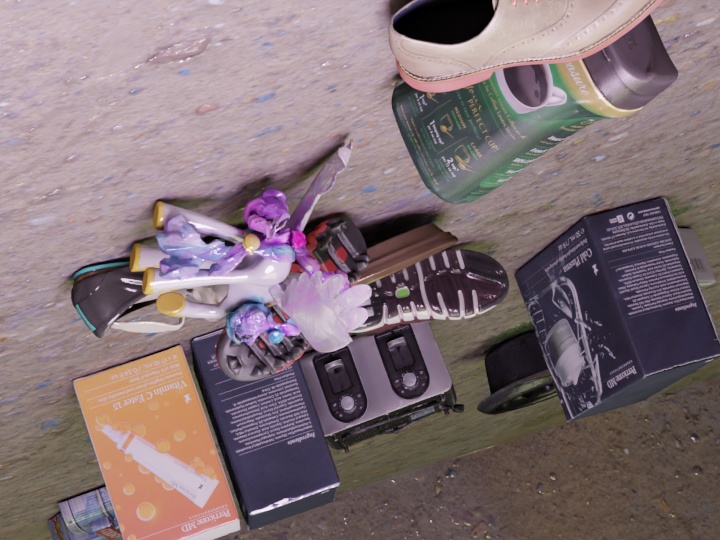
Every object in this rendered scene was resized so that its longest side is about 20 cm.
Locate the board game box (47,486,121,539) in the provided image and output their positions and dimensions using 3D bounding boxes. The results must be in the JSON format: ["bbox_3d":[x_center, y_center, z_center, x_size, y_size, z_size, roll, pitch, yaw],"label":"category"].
[{"bbox_3d":[-0.380,0.368,2.728,0.199,0.062,0.200,-21,168,-1],"label":"board game box"}]

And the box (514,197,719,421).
[{"bbox_3d":[0.300,0.049,2.133,0.123,0.198,0.200,-14,166,-25],"label":"box"}]

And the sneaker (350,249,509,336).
[{"bbox_3d":[0.057,0.028,1.981,0.199,0.076,0.116,-8,171,-8],"label":"sneaker"}]

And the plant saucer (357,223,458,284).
[{"bbox_3d":[0.000,0.000,1.769,0.199,0.030,0.200,-24,179,-1],"label":"plant saucer"}]

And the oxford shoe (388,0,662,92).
[{"bbox_3d":[0.113,-0.174,1.190,0.199,0.071,0.075,-23,162,7],"label":"oxford shoe"}]

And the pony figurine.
[{"bbox_3d":[-0.074,-0.007,1.470,0.199,0.168,0.193,7,159,-16],"label":"pony figurine"}]

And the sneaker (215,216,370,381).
[{"bbox_3d":[-0.076,0.030,1.626,0.098,0.071,0.201,-10,-149,44],"label":"sneaker"}]

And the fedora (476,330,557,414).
[{"bbox_3d":[0.254,0.143,2.703,0.200,0.092,0.201,-20,168,-4],"label":"fedora"}]

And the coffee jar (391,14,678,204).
[{"bbox_3d":[0.124,-0.133,1.297,0.199,0.105,0.085,-28,171,35],"label":"coffee jar"}]

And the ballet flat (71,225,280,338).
[{"bbox_3d":[-0.153,0.016,1.572,0.199,0.069,0.068,-15,167,-22],"label":"ballet flat"}]

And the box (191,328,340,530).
[{"bbox_3d":[-0.105,0.167,1.986,0.107,0.201,0.149,-18,167,-9],"label":"box"}]

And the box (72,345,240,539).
[{"bbox_3d":[-0.218,0.200,1.947,0.124,0.201,0.098,-19,168,-8],"label":"box"}]

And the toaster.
[{"bbox_3d":[0.025,0.143,2.277,0.180,0.119,0.200,-20,167,2],"label":"toaster"}]

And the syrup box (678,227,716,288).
[{"bbox_3d":[0.349,0.020,2.358,0.199,0.082,0.079,-29,164,30],"label":"syrup box"}]
